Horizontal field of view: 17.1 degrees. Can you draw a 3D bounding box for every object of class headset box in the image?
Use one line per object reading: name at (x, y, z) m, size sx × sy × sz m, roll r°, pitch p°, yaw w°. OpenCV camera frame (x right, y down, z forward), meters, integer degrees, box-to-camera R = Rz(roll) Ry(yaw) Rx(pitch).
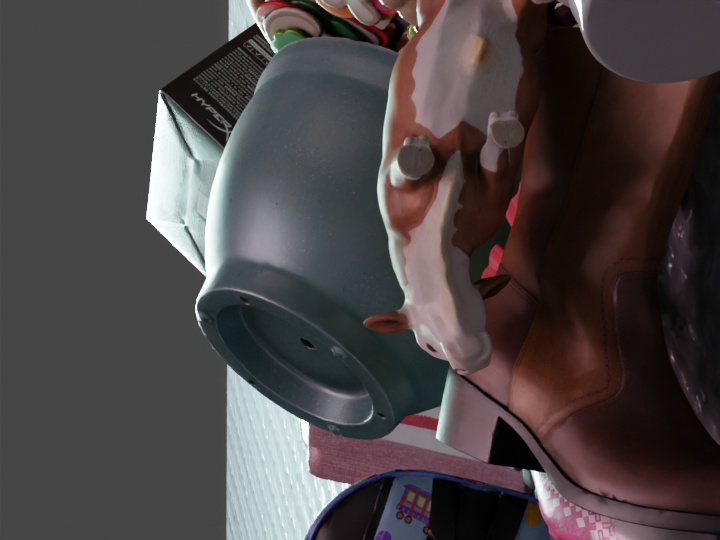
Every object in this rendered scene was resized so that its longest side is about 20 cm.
headset box at (-0.037, -0.103, 1.542) m, size 0.077 × 0.200 × 0.149 m, roll 42°, pitch 153°, yaw 16°

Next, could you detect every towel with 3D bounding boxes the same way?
towel at (0.034, 0.039, 1.361) m, size 0.023 × 0.144 × 0.201 m, roll -39°, pitch -46°, yaw -56°

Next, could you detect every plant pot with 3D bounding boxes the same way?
plant pot at (0.000, 0.000, 1.218) m, size 0.134 × 0.200 × 0.200 m, roll -55°, pitch -6°, yaw -24°

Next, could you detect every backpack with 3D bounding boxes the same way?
backpack at (0.040, 0.196, 1.279) m, size 0.135 × 0.182 × 0.201 m, roll -66°, pitch -12°, yaw -78°

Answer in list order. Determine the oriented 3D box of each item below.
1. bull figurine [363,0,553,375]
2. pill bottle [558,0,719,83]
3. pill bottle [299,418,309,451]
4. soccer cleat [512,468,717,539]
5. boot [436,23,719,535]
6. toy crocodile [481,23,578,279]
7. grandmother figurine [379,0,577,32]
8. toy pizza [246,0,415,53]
bull figurine at (0.043, -0.061, 1.009) m, size 0.121 × 0.065 × 0.201 m, roll 106°, pitch 172°, yaw -71°
pill bottle at (0.104, -0.172, 0.952) m, size 0.109 × 0.108 × 0.200 m, roll 97°, pitch 164°, yaw -47°
pill bottle at (0.014, 0.014, 1.481) m, size 0.112 × 0.112 × 0.201 m, roll -138°, pitch 44°, yaw -74°
soccer cleat at (0.112, 0.077, 1.119) m, size 0.200 × 0.070 × 0.087 m, roll -134°, pitch 48°, yaw -70°
boot at (0.128, 0.002, 1.019) m, size 0.188 × 0.068 × 0.201 m, roll 22°, pitch 98°, yaw 51°
toy crocodile at (0.092, -0.018, 1.112) m, size 0.068 × 0.062 × 0.200 m, roll -121°, pitch 52°, yaw -68°
grandmother figurine at (0.064, -0.131, 1.120) m, size 0.200 × 0.121 × 0.061 m, roll 56°, pitch -131°, yaw -38°
toy pizza at (0.018, -0.119, 1.241) m, size 0.032 × 0.200 × 0.200 m, roll -61°, pitch -3°, yaw -24°
